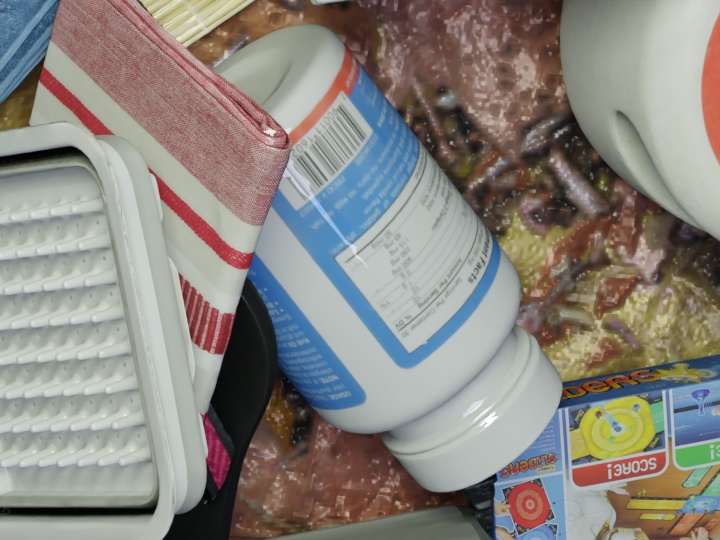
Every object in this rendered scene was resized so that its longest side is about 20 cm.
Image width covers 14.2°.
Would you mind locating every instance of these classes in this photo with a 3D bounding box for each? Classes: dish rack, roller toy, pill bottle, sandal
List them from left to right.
[{"bbox_3d":[-0.131,0.027,1.186,0.043,0.200,0.172,-13,95,-38],"label":"dish rack"},{"bbox_3d":[-0.082,0.070,1.249,0.045,0.075,0.201,-43,149,-47],"label":"sandal"},{"bbox_3d":[0.000,0.000,1.264,0.112,0.112,0.200,-39,113,-4],"label":"pill bottle"},{"bbox_3d":[0.194,-0.100,1.281,0.199,0.140,0.183,-2,106,-17],"label":"roller toy"}]

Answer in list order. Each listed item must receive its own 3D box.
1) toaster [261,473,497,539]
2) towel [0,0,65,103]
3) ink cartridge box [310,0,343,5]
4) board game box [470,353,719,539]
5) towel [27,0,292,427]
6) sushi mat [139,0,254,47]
[{"bbox_3d":[0.007,0.192,1.320,0.129,0.114,0.201,-7,109,-13],"label":"toaster"},{"bbox_3d":[-0.147,-0.154,1.196,0.112,0.049,0.200,41,96,-19],"label":"towel"},{"bbox_3d":[0.063,-0.187,1.176,0.199,0.145,0.084,-9,121,-6],"label":"ink cartridge box"},{"bbox_3d":[0.152,0.113,1.384,0.199,0.034,0.136,-9,108,-15],"label":"board game box"},{"bbox_3d":[-0.096,-0.007,1.192,0.023,0.144,0.200,-11,131,-39],"label":"towel"},{"bbox_3d":[-0.025,-0.187,1.255,0.200,0.012,0.096,-34,112,-6],"label":"sushi mat"}]
